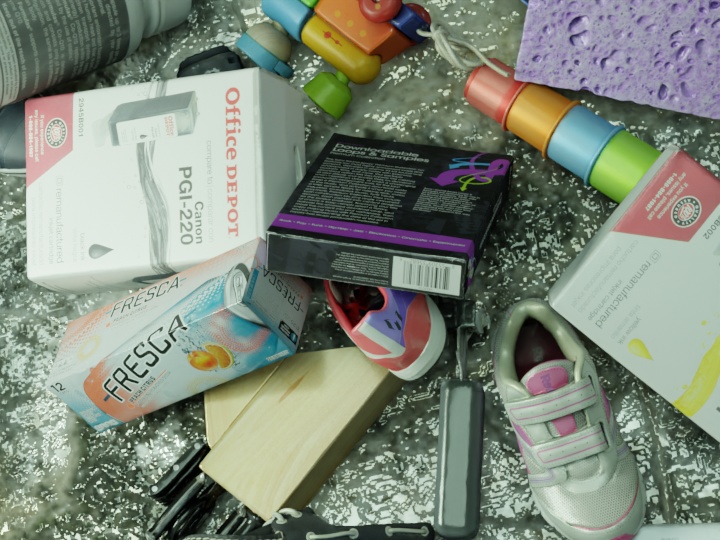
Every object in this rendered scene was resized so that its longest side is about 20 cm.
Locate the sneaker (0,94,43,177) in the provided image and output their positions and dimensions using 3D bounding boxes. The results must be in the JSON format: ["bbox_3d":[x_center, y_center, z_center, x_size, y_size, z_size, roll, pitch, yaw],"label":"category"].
[{"bbox_3d":[-0.321,-0.144,1.719,0.200,0.079,0.078,33,82,14],"label":"sneaker"}]

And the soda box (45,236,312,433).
[{"bbox_3d":[-0.134,0.049,1.593,0.200,0.064,0.068,-24,35,33],"label":"soda box"}]

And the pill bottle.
[{"bbox_3d":[-0.236,-0.199,1.667,0.200,0.113,0.113,-25,72,-27],"label":"pill bottle"}]

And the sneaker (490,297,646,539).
[{"bbox_3d":[0.140,0.105,1.566,0.081,0.088,0.200,-26,65,2],"label":"sneaker"}]

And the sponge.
[{"bbox_3d":[0.220,-0.174,1.613,0.200,0.112,0.030,11,36,2],"label":"sponge"}]

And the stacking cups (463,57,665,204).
[{"bbox_3d":[0.170,-0.096,1.644,0.200,0.061,0.061,35,84,20],"label":"stacking cups"}]

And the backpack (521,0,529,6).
[{"bbox_3d":[0.177,-0.297,1.648,0.182,0.135,0.200,-12,107,8],"label":"backpack"}]

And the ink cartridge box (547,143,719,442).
[{"bbox_3d":[0.254,0.028,1.546,0.200,0.083,0.145,39,95,-1],"label":"ink cartridge box"}]

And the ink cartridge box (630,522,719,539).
[{"bbox_3d":[0.273,0.278,1.536,0.162,0.057,0.200,-2,71,8],"label":"ink cartridge box"}]

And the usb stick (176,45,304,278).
[{"bbox_3d":[-0.088,-0.079,1.688,0.055,0.033,0.200,-23,74,4],"label":"usb stick"}]

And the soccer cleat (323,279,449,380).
[{"bbox_3d":[0.000,0.000,1.592,0.068,0.073,0.200,-48,37,16],"label":"soccer cleat"}]

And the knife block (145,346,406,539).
[{"bbox_3d":[-0.058,0.153,1.611,0.200,0.064,0.176,-7,76,7],"label":"knife block"}]

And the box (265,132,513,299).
[{"bbox_3d":[0.025,-0.043,1.589,0.143,0.200,0.036,8,117,11],"label":"box"}]

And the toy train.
[{"bbox_3d":[0.004,-0.162,1.665,0.200,0.085,0.116,40,96,22],"label":"toy train"}]

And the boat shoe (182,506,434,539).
[{"bbox_3d":[-0.037,0.198,1.560,0.200,0.074,0.060,8,76,-18],"label":"boat shoe"}]

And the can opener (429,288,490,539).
[{"bbox_3d":[0.064,0.098,1.611,0.066,0.053,0.200,-3,78,7],"label":"can opener"}]

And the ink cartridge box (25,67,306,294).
[{"bbox_3d":[-0.146,-0.065,1.644,0.200,0.085,0.146,-6,80,19],"label":"ink cartridge box"}]
